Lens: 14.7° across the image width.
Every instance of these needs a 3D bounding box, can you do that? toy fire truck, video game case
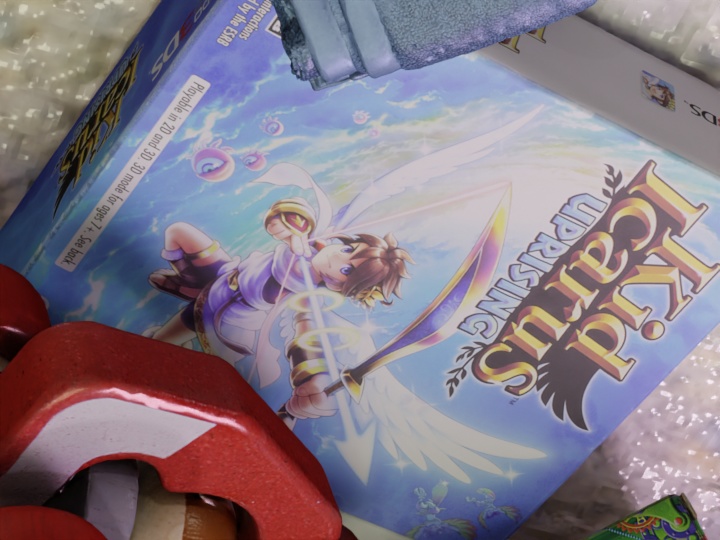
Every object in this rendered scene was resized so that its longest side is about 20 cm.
[{"bbox_3d":[-0.089,0.094,0.795,0.167,0.113,0.200,17,128,-39],"label":"toy fire truck"},{"bbox_3d":[0.000,0.000,0.804,0.180,0.046,0.200,24,129,-21],"label":"video game case"}]

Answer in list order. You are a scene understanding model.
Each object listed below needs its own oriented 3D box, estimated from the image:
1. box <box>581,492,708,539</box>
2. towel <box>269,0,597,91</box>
[{"bbox_3d":[0.060,0.210,0.838,0.192,0.201,0.122,-26,157,-5],"label":"box"},{"bbox_3d":[0.059,-0.123,0.667,0.199,0.049,0.112,-18,109,10],"label":"towel"}]
